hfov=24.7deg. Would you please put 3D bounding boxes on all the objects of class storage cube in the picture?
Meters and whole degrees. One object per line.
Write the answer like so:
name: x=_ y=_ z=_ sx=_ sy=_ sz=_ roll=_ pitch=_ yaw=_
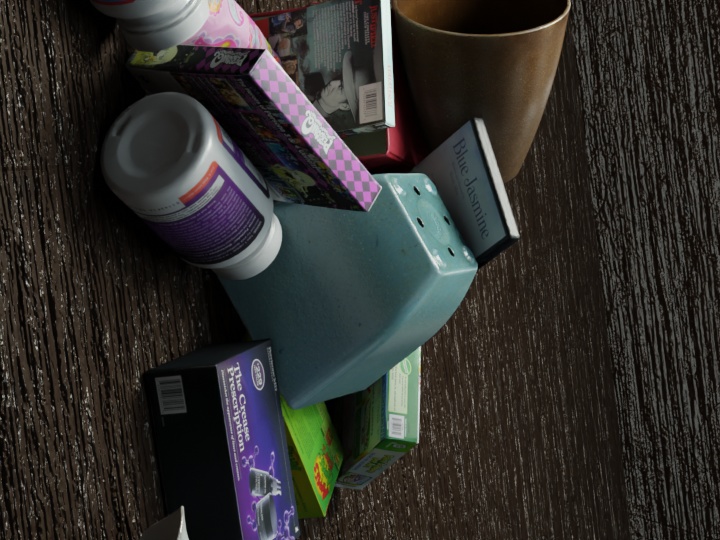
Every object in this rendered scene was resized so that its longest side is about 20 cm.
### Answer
storage cube: x=-0.028 y=-0.185 z=1.813 sx=0.180 sy=0.171 sz=0.200 roll=15 pitch=69 yaw=-71

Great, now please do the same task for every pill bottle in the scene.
pill bottle: x=-0.148 y=-0.070 z=1.523 sx=0.200 sy=0.111 sz=0.112 roll=51 pitch=37 yaw=-56
pill bottle: x=-0.207 y=-0.293 z=1.433 sx=0.109 sy=0.109 sz=0.200 roll=-78 pitch=154 yaw=-42

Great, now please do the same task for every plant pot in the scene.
plant pot: x=0.000 y=0.000 z=1.676 sx=0.197 sy=0.200 sz=0.196 roll=61 pitch=22 yaw=9
plant pot: x=0.128 y=-0.199 z=1.779 sx=0.187 sy=0.187 sz=0.200 roll=-65 pitch=158 yaw=-56

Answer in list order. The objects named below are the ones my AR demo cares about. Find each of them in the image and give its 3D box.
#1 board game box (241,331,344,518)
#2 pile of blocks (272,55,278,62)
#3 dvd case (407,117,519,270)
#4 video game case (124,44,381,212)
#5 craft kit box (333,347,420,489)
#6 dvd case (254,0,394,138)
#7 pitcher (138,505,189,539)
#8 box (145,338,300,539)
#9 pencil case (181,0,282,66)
board game box: x=-0.077 y=0.157 z=1.749 sx=0.102 sy=0.048 sz=0.200 roll=-70 pitch=147 yaw=-51
pile of blocks: x=-0.117 y=-0.172 z=1.607 sx=0.062 sy=0.082 sz=0.200 roll=-60 pitch=178 yaw=-22
dvd case: x=0.084 y=-0.052 z=1.747 sx=0.018 sy=0.200 sz=0.143 roll=3 pitch=62 yaw=-37
video game case: x=-0.100 y=-0.134 z=1.532 sx=0.200 sy=0.181 sz=0.036 roll=48 pitch=65 yaw=-38
craft kit box: x=0.017 y=0.128 z=1.869 sx=0.198 sy=0.048 sz=0.200 roll=135 pitch=-39 yaw=-60
dvd case: x=-0.057 y=-0.199 z=1.691 sx=0.022 sy=0.200 sz=0.146 roll=16 pitch=68 yaw=-56
pitcher: x=-0.133 y=0.326 z=1.391 sx=0.200 sy=0.121 sz=0.172 roll=46 pitch=48 yaw=-8
box: x=-0.127 y=0.177 z=1.561 sx=0.141 sy=0.079 sz=0.200 roll=-26 pitch=109 yaw=-72
pencil case: x=-0.149 y=-0.228 z=1.620 sx=0.200 sy=0.087 sz=0.088 roll=41 pitch=46 yaw=-62
